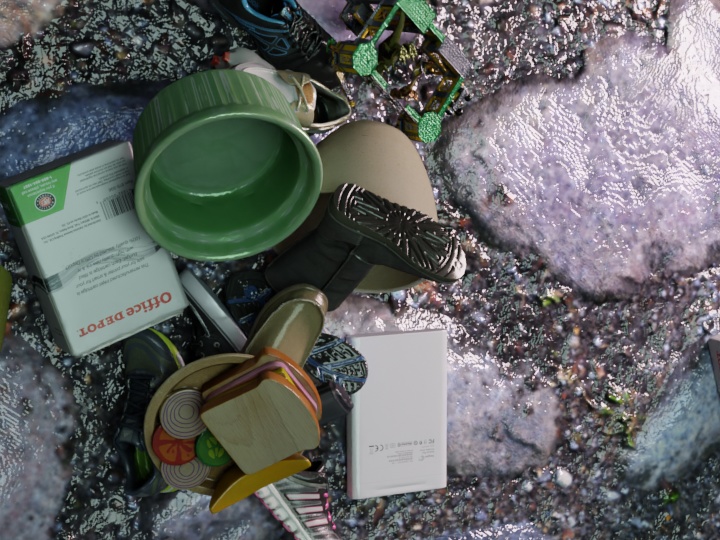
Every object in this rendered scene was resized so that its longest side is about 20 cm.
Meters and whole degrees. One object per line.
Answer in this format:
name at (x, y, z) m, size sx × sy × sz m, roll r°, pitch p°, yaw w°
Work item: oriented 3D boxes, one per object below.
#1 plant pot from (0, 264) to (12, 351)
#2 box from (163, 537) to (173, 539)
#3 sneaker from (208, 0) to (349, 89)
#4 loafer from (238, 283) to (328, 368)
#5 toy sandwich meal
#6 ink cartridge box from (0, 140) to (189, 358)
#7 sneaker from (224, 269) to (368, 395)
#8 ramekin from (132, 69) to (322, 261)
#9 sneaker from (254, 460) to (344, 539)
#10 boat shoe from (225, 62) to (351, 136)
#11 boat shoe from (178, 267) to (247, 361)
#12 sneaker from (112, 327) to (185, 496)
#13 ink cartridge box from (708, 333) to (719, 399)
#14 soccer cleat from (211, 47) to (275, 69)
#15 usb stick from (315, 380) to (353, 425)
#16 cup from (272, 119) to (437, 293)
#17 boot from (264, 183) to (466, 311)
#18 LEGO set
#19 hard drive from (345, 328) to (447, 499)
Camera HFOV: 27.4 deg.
plant pot at (-0.447, 0.074, 1.524) m, size 0.187 × 0.187 × 0.201 m, roll 34°, pitch 67°, yaw -24°
box at (-0.255, 0.403, 1.635) m, size 0.199 × 0.176 × 0.097 m, roll -29°, pitch 107°, yaw -20°
sneaker at (-0.086, -0.272, 1.687) m, size 0.200 × 0.082 × 0.073 m, roll 34°, pitch 80°, yaw -25°
loafer at (-0.100, 0.105, 1.653) m, size 0.076 × 0.068 × 0.200 m, roll 27°, pitch 108°, yaw -26°
toy sandwich meal at (-0.136, 0.177, 1.604) m, size 0.204 × 0.070 × 0.206 m, roll -4°, pitch 118°, yaw -8°
ink cartridge box at (-0.294, -0.025, 1.618) m, size 0.146 × 0.083 × 0.201 m, roll -23°, pitch 104°, yaw -21°
sneaker at (-0.083, 0.078, 1.737) m, size 0.200 × 0.077 × 0.076 m, roll 43°, pitch 77°, yaw -5°
ramekin at (-0.147, -0.115, 1.558) m, size 0.199 × 0.098 × 0.201 m, roll -11°, pitch 135°, yaw -11°
sneaker at (-0.061, 0.274, 1.766) m, size 0.087 × 0.074 × 0.200 m, roll -43°, pitch 107°, yaw -8°
boat shoe at (-0.082, -0.195, 1.651) m, size 0.200 × 0.068 × 0.075 m, roll 3°, pitch 80°, yaw -61°
boat shoe at (-0.163, 0.090, 1.707) m, size 0.066 × 0.070 × 0.200 m, roll -36°, pitch 117°, yaw -3°
sneaker at (-0.239, 0.162, 1.655) m, size 0.081 × 0.073 × 0.201 m, roll -24°, pitch 108°, yaw -63°
ink cartridge box at (0.594, 0.151, 1.987) m, size 0.144 × 0.200 × 0.148 m, roll -18°, pitch 104°, yaw -20°
soccer cleat at (-0.149, -0.154, 1.682) m, size 0.077 × 0.069 × 0.201 m, roll 18°, pitch 86°, yaw -29°
usb stick at (-0.104, 0.181, 1.704) m, size 0.199 × 0.033 × 0.055 m, roll -24°, pitch 141°, yaw 12°
cup at (0.002, -0.088, 1.707) m, size 0.200 × 0.200 × 0.144 m, roll 28°, pitch 55°, yaw -25°
boot at (0.002, -0.001, 1.641) m, size 0.181 × 0.200 × 0.073 m, roll 32°, pitch 49°, yaw -4°
LEGO set at (0.030, -0.247, 1.731) m, size 0.200 × 0.116 × 0.154 m, roll 32°, pitch 80°, yaw -40°
hard drive at (0.045, 0.176, 1.831) m, size 0.131 × 0.027 × 0.201 m, roll -3°, pitch 98°, yaw -24°
